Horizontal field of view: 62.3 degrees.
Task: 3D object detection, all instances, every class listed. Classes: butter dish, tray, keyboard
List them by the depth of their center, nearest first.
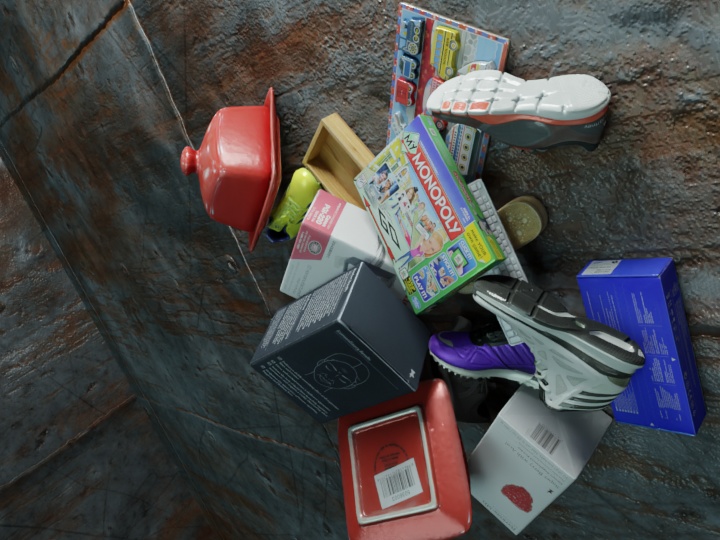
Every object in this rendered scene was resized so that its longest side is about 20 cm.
[{"bbox_3d":[0.164,-0.007,0.720,0.056,0.011,0.203,-24,92,32],"label":"keyboard"},{"bbox_3d":[0.081,0.282,0.848,0.198,0.147,0.203,-25,58,29],"label":"butter dish"},{"bbox_3d":[0.002,-0.123,0.881,0.201,0.037,0.099,49,144,7],"label":"tray"},{"bbox_3d":[-0.210,-0.165,0.943,0.201,0.145,0.203,122,148,-53],"label":"butter dish"}]

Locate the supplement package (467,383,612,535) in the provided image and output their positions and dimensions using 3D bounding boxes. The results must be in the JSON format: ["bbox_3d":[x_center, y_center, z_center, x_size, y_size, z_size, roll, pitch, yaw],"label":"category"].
[{"bbox_3d":[0.236,0.255,0.839,0.121,0.119,0.202,37,141,20],"label":"supplement package"}]

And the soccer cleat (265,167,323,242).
[{"bbox_3d":[-0.111,-0.096,0.967,0.065,0.083,0.200,51,156,4],"label":"soccer cleat"}]

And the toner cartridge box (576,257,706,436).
[{"bbox_3d":[0.319,0.086,0.675,0.094,0.043,0.203,1,118,50],"label":"toner cartridge box"}]

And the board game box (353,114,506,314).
[{"bbox_3d":[0.078,-0.067,0.737,0.134,0.029,0.203,-39,69,39],"label":"board game box"}]

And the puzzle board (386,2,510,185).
[{"bbox_3d":[0.095,-0.202,0.727,0.150,0.017,0.203,33,139,28],"label":"puzzle board"}]

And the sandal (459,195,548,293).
[{"bbox_3d":[0.150,-0.017,0.765,0.078,0.069,0.212,50,144,6],"label":"sandal"}]

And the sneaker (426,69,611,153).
[{"bbox_3d":[0.161,-0.157,0.634,0.197,0.078,0.083,16,147,34],"label":"sneaker"}]

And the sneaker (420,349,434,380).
[{"bbox_3d":[0.079,0.204,0.995,0.074,0.104,0.204,8,125,41],"label":"sneaker"}]

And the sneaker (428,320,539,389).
[{"bbox_3d":[0.189,0.088,0.775,0.196,0.070,0.101,10,116,9],"label":"sneaker"}]

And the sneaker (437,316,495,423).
[{"bbox_3d":[0.167,0.152,0.897,0.080,0.075,0.203,10,132,24],"label":"sneaker"}]

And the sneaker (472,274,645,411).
[{"bbox_3d":[0.203,0.094,0.678,0.198,0.075,0.117,29,121,17],"label":"sneaker"}]

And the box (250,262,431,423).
[{"bbox_3d":[-0.028,0.107,0.822,0.198,0.108,0.148,-28,117,40],"label":"box"}]

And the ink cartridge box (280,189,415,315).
[{"bbox_3d":[0.000,0.000,0.850,0.197,0.086,0.147,24,133,-2],"label":"ink cartridge box"}]
